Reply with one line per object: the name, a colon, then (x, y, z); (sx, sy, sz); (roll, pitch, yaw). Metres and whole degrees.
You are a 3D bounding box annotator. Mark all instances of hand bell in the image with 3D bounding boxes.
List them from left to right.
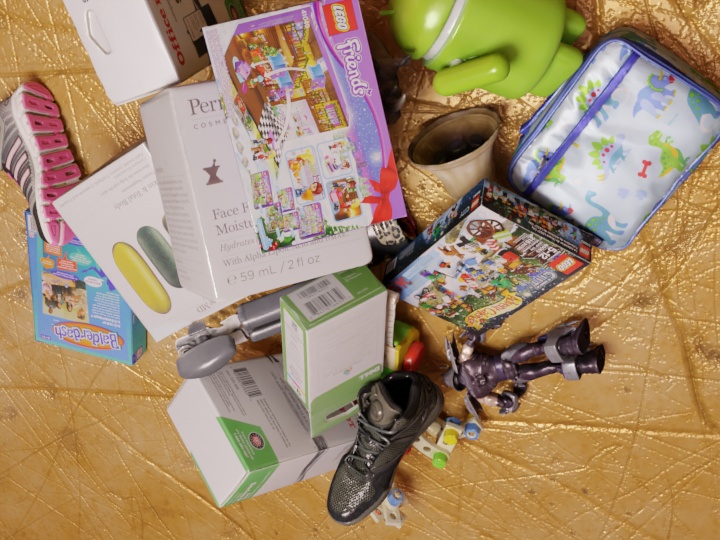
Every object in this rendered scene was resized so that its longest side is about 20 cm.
hand bell: (0.137, -0.067, 1.026); (0.104, 0.104, 0.200); (-14, 125, 23)

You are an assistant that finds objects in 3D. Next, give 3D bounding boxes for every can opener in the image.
can opener: (-0.113, 0.070, 1.049); (0.199, 0.067, 0.053); (-20, 145, 3)

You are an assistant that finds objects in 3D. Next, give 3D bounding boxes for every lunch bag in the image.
lunch bag: (0.254, -0.132, 0.944); (0.160, 0.083, 0.200); (37, 120, -1)

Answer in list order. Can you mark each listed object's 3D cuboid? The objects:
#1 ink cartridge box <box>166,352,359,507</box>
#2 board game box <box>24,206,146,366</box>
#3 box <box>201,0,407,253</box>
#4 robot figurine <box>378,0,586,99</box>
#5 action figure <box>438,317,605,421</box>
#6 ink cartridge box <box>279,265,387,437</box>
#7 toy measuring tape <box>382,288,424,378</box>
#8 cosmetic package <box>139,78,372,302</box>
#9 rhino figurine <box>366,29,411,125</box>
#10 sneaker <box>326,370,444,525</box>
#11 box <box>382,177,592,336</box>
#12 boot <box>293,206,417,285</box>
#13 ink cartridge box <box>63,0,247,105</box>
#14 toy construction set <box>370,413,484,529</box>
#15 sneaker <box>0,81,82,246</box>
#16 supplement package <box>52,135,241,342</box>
ink cartridge box: (-0.108, 0.184, 1.130); (0.146, 0.199, 0.084); (55, 127, 26)
board game box: (-0.362, 0.018, 1.235); (0.151, 0.045, 0.201); (13, 119, 10)
box: (-0.047, -0.128, 0.818); (0.136, 0.039, 0.201); (-14, 101, -5)
robot figurine: (0.115, -0.238, 0.892); (0.199, 0.176, 0.116); (19, 156, -15)
action figure: (0.183, 0.112, 1.104); (0.199, 0.069, 0.130); (-15, 119, 28)
ink cartridge box: (-0.030, 0.091, 1.048); (0.059, 0.103, 0.201); (47, 152, 34)
toy measuring tape: (0.042, 0.071, 1.106); (0.073, 0.074, 0.201); (12, 141, 11)
cosmetic package: (-0.107, -0.091, 0.925); (0.164, 0.165, 0.201); (-16, 101, -21)
rhino figurine: (0.001, -0.191, 0.907); (0.059, 0.200, 0.088); (-2, 113, -22)
sneaker: (0.013, 0.198, 1.077); (0.076, 0.114, 0.200); (34, 84, 34)
box: (0.130, -0.007, 0.993); (0.136, 0.038, 0.200); (26, 144, -17)
boot: (-0.001, 0.000, 1.098); (0.153, 0.074, 0.204); (-15, 113, 21)
ink cartridge box: (-0.202, -0.270, 0.942); (0.083, 0.200, 0.147); (-13, 113, 23)
toy construction set: (0.056, 0.235, 1.199); (0.131, 0.092, 0.200); (28, 117, -8)
sneaker: (-0.404, -0.126, 1.149); (0.087, 0.074, 0.201); (-10, 98, 31)
supplement package: (-0.213, -0.057, 1.087); (0.151, 0.151, 0.200); (-26, 107, 26)
